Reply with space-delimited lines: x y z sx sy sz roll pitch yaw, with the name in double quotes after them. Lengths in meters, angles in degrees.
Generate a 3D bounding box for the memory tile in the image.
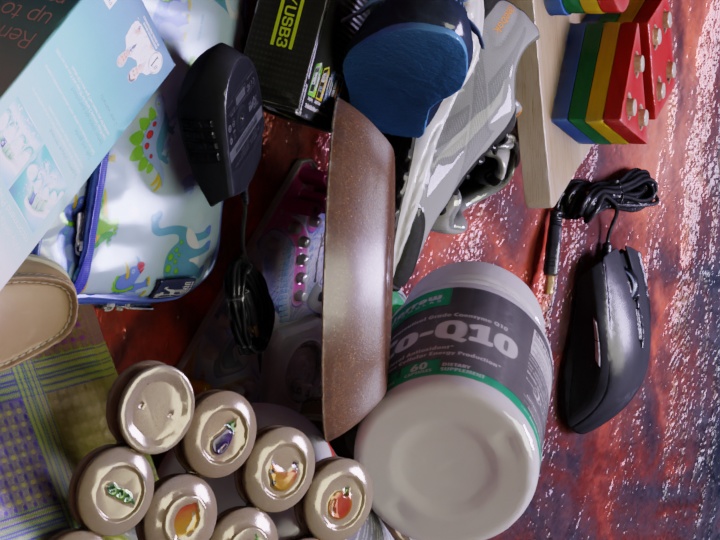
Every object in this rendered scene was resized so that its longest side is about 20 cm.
-0.083 0.147 1.662 0.200 0.017 0.153 30 82 -39 "memory tile"

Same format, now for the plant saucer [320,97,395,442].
0.000 0.000 1.740 0.200 0.037 0.201 1 90 -88 "plant saucer"

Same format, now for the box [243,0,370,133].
-0.016 -0.181 1.741 0.200 0.047 0.193 14 93 -83 "box"

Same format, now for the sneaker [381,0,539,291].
0.055 -0.080 1.852 0.079 0.074 0.200 21 87 -22 "sneaker"

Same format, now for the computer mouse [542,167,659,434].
0.174 0.027 2.165 0.140 0.046 0.200 -2 104 -56 "computer mouse"

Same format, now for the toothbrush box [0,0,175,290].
-0.211 -0.072 1.477 0.200 0.146 0.085 -55 141 -26 "toothbrush box"

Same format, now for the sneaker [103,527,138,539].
-0.150 0.208 1.759 0.105 0.076 0.200 -44 139 -11 "sneaker"

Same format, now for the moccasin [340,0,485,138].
0.023 -0.134 1.722 0.200 0.080 0.068 136 -31 -75 "moccasin"

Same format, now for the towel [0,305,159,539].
-0.190 0.086 1.628 0.200 0.023 0.144 -16 85 -54 "towel"

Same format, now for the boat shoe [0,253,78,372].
-0.225 0.040 1.516 0.200 0.066 0.074 -15 114 -30 "boat shoe"

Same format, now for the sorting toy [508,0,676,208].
0.155 -0.168 1.973 0.199 0.070 0.200 -54 141 -62 "sorting toy"

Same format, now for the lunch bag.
-0.142 -0.080 1.637 0.161 0.082 0.200 3 99 -53 "lunch bag"

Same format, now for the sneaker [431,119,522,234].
0.077 -0.091 1.951 0.200 0.081 0.075 -52 138 -33 "sneaker"

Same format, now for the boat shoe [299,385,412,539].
0.014 0.145 1.918 0.200 0.072 0.076 68 35 -43 "boat shoe"

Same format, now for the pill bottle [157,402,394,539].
-0.039 0.177 1.818 0.116 0.116 0.200 -59 144 -23 "pill bottle"

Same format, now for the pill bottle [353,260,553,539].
0.061 0.076 1.855 0.200 0.113 0.113 -75 165 -66 "pill bottle"

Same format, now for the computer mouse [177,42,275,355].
-0.074 -0.036 1.654 0.059 0.034 0.200 -59 151 -52 "computer mouse"

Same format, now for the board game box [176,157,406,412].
-0.036 0.064 1.893 0.200 0.026 0.200 -61 143 -21 "board game box"
